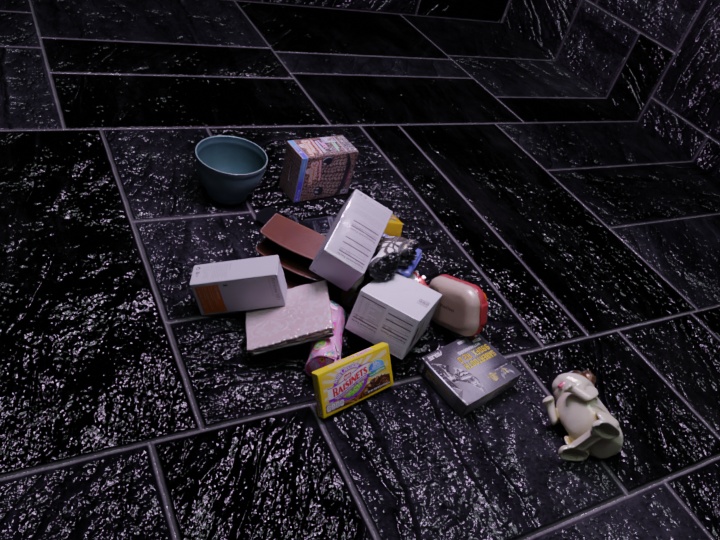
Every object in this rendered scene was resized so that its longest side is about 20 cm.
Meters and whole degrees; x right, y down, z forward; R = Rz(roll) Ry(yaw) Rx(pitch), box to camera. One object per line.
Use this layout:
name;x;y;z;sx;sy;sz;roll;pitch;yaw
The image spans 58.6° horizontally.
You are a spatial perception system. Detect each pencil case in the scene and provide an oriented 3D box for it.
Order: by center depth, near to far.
pencil case;-0.075;0.158;1.457;0.087;0.088;0.200;12;36;-7

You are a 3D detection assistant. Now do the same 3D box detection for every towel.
towel;-0.162;0.105;1.461;0.200;0.032;0.191;-14;36;-1
towel;0.055;-0.054;1.662;0.200;0.024;0.145;23;32;8

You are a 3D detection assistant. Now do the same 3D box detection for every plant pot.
plant pot;-0.372;-0.274;1.825;0.200;0.134;0.200;10;39;-8

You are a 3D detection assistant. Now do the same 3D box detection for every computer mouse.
computer mouse;-0.118;-0.110;1.798;0.200;0.053;0.139;-3;44;-6

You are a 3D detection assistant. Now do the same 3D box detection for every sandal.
sandal;-0.212;-0.127;1.744;0.200;0.043;0.076;23;57;30

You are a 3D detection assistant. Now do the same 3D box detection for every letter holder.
letter holder;-0.169;-0.032;1.616;0.200;0.101;0.142;26;52;16

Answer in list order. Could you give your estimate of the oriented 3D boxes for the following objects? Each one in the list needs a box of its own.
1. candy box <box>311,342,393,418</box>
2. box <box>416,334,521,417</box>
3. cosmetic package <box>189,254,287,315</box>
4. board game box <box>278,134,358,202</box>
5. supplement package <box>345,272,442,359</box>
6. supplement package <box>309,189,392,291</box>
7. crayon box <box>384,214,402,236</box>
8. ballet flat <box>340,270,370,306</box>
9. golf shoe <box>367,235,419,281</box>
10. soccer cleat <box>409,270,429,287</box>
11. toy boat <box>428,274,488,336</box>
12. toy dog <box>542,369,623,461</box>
candy box;-0.014;0.234;1.382;0.200;0.102;0.026;-19;15;-36
box;0.257;0.240;1.516;0.200;0.048;0.158;-18;50;-36
cosmetic package;-0.277;0.035;1.470;0.200;0.102;0.071;-8;40;3
board game box;-0.127;-0.309;1.940;0.200;0.160;0.097;-15;48;-33
supplement package;0.083;0.098;1.533;0.156;0.111;0.200;28;24;13
supplement package;-0.022;-0.072;1.537;0.109;0.114;0.200;31;57;-8
crayon box;0.041;-0.135;1.826;0.125;0.052;0.200;5;19;-16
ballet flat;0.000;0.000;1.646;0.068;0.072;0.200;25;55;-4
golf shoe;0.059;-0.034;1.559;0.094;0.078;0.200;26;28;24
soccer cleat;0.109;0.020;1.718;0.200;0.069;0.085;44;83;6
toy boat;0.262;0.080;1.618;0.131;0.131;0.200;-9;19;-32
toy dog;0.510;0.313;1.457;0.194;0.140;0.200;15;37;-24
